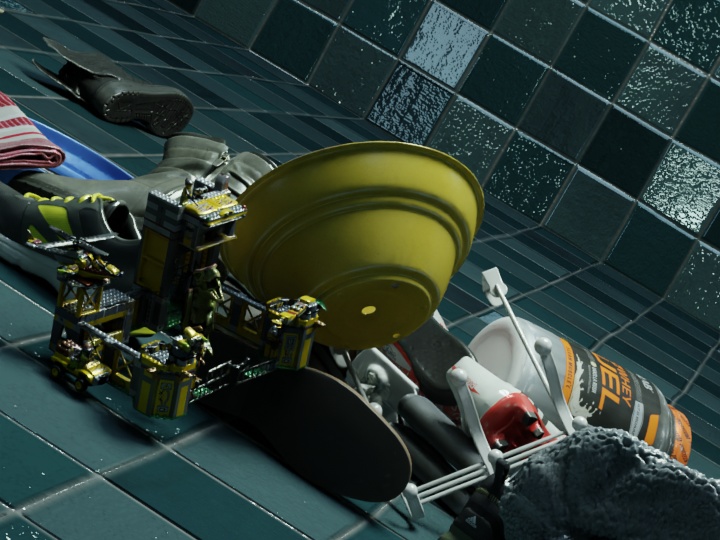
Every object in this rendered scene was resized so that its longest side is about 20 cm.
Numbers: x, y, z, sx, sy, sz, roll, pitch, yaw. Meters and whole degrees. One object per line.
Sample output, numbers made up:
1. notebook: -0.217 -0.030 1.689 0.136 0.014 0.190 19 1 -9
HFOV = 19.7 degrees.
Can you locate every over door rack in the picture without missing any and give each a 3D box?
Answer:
1. over door rack: 0.067 0.080 1.547 0.200 0.147 0.067 -117 -170 -46

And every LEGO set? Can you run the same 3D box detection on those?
1. LEGO set: -0.116 0.007 1.403 0.154 0.116 0.200 30 29 36

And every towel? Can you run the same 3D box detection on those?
1. towel: -0.338 -0.121 1.690 0.144 0.023 0.200 -3 22 -26

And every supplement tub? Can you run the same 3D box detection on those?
1. supplement tub: 0.186 0.131 1.831 0.200 0.123 0.123 25 11 -25

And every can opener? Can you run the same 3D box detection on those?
1. can opener: 0.053 0.129 1.653 0.067 0.053 0.200 21 14 -44

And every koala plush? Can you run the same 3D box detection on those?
1. koala plush: 0.208 0.198 1.394 0.184 0.178 0.200 36 10 40

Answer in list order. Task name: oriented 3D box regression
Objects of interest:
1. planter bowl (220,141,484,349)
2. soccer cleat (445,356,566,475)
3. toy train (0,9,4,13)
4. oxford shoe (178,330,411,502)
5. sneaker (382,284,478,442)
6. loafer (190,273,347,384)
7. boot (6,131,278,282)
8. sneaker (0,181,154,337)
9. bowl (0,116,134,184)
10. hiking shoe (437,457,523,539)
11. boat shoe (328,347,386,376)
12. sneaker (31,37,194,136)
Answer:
1. planter bowl: 0.000 0.000 1.514 0.200 0.200 0.084 22 43 -38
2. soccer cleat: 0.122 0.132 1.663 0.085 0.069 0.200 49 -1 32
3. toy train: -0.494 -0.311 2.251 0.116 0.085 0.200 20 3 31
4. oxford shoe: -0.040 0.099 1.488 0.200 0.071 0.071 32 6 21
5. sneaker: 0.041 0.063 1.762 0.202 0.067 0.108 56 -17 38
6. loafer: -0.072 0.073 1.592 0.063 0.072 0.200 -24 40 -20
7. boot: -0.172 -0.063 1.674 0.199 0.068 0.131 17 48 8
8. sneaker: -0.215 -0.028 1.572 0.200 0.085 0.074 34 10 21
9. bowl: -0.270 -0.084 1.832 0.200 0.039 0.201 29 10 -6
10. hiking shoe: 0.139 0.184 1.476 0.076 0.101 0.200 37 12 34
11. boat shoe: -0.010 0.051 1.862 0.068 0.072 0.200 1 17 6
12. sneaker: -0.282 -0.213 2.396 0.104 0.060 0.200 40 16 26
